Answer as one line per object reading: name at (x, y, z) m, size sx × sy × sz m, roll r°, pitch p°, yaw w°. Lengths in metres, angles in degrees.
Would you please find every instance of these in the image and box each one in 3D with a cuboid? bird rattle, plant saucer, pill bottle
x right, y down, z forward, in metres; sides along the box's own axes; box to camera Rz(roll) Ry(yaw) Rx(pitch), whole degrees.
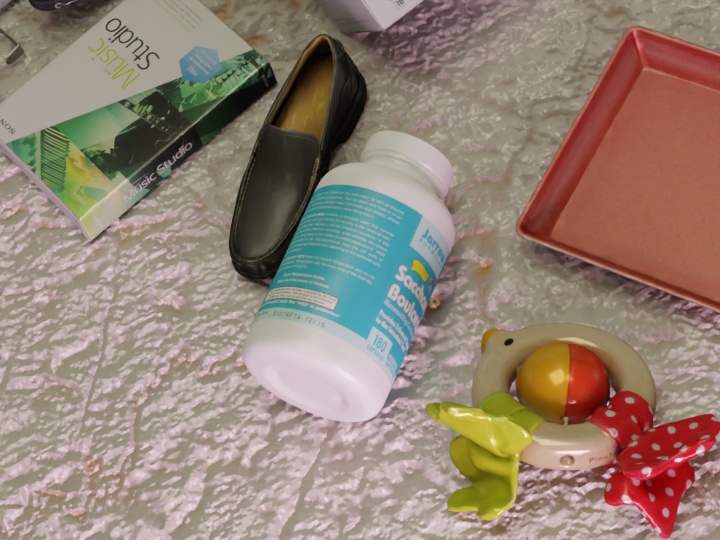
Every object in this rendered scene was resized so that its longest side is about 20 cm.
bird rattle at (0.147, 0.094, 1.545) m, size 0.199 × 0.113 × 0.164 m, roll -6°, pitch 43°, yaw 8°
plant saucer at (0.244, -0.066, 1.645) m, size 0.199 × 0.037 × 0.200 m, roll 22°, pitch 68°, yaw 24°
pill bottle at (0.000, 0.000, 1.625) m, size 0.110 × 0.111 × 0.201 m, roll 15°, pitch 66°, yaw 22°

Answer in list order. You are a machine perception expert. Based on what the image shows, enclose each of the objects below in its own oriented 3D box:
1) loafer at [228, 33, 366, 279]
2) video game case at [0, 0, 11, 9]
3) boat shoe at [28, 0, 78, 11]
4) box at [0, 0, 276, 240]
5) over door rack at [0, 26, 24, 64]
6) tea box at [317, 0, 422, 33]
loafer at (-0.056, -0.089, 1.713) m, size 0.072 × 0.072 × 0.201 m, roll 10°, pitch 65°, yaw 18°
video game case at (-0.291, -0.336, 1.943) m, size 0.200 × 0.024 × 0.182 m, roll -40°, pitch 59°, yaw -11°
boat shoe at (-0.204, -0.279, 1.869) m, size 0.200 × 0.062 × 0.075 m, roll -35°, pitch 59°, yaw -25°
box at (-0.186, -0.135, 1.795) m, size 0.200 × 0.036 × 0.144 m, roll -42°, pitch 59°, yaw -10°
over door rack at (-0.387, -0.179, 1.807) m, size 0.199 × 0.148 × 0.067 m, roll -33°, pitch 63°, yaw -5°
tea box at (0.022, -0.320, 1.737) m, size 0.200 × 0.134 × 0.197 m, roll -37°, pitch 103°, yaw -9°
